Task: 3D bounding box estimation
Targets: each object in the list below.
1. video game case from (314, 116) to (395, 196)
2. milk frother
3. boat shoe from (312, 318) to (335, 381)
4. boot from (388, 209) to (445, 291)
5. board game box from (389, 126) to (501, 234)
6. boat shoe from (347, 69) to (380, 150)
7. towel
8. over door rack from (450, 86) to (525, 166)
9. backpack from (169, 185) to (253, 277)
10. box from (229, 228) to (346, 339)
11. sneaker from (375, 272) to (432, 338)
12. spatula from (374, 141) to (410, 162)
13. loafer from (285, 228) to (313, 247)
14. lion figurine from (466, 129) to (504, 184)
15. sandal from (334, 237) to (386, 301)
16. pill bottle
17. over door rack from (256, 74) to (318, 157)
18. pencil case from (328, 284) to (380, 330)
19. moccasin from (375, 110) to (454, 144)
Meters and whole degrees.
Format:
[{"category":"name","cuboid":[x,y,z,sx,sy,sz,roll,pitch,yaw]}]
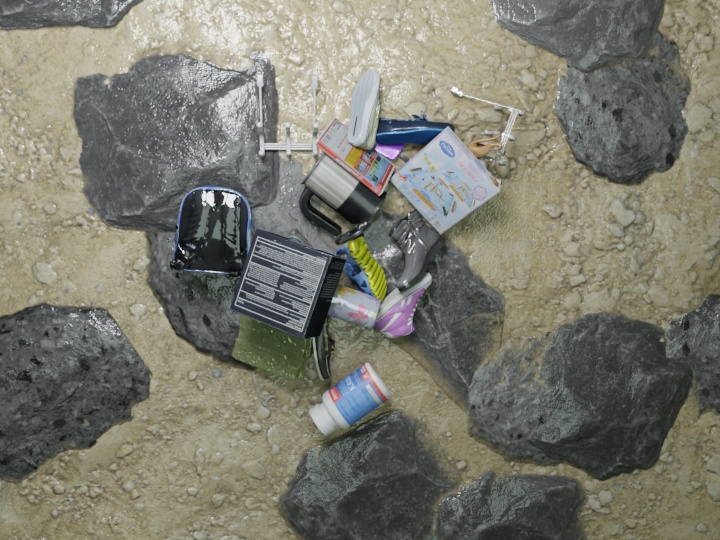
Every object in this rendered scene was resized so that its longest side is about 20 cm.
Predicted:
[{"category":"video game case","cuboid":[-0.010,-0.282,1.401,0.200,0.143,0.017,37,128,-10]},{"category":"milk frother","cuboid":[-0.053,-0.172,1.373,0.188,0.200,0.181,36,93,-11]},{"category":"boat shoe","cuboid":[-0.096,0.187,1.484,0.060,0.072,0.202,-10,97,-2]},{"category":"boot","cuboid":[0.118,-0.052,1.467,0.132,0.070,0.200,42,63,-10]},{"category":"board game box","cuboid":[0.209,-0.219,1.425,0.200,0.041,0.199,46,128,-10]},{"category":"boat shoe","cuboid":[0.015,-0.396,1.417,0.062,0.072,0.201,22,78,-48]},{"category":"towel","cuboid":[-0.225,0.192,1.464,0.199,0.036,0.149,17,102,6]},{"category":"over door rack","cuboid":[0.301,-0.368,1.466,0.199,0.067,0.148,20,96,4]},{"category":"backpack","cuboid":[-0.348,-0.101,1.370,0.182,0.147,0.201,6,101,-7]},{"category":"box","cuboid":[-0.167,0.031,1.326,0.200,0.123,0.199,20,92,15]},{"category":"sneaker","cuboid":[0.128,0.098,1.507,0.200,0.073,0.114,-39,105,10]},{"category":"spatula","cuboid":[0.129,-0.280,1.472,0.200,0.021,0.057,35,88,-12]},{"category":"loafer","cuboid":[-0.120,-0.023,1.455,0.072,0.063,0.200,-22,118,22]},{"category":"lion figurine","cuboid":[0.293,-0.262,1.434,0.122,0.072,0.200,13,124,21]},{"category":"sandal","cuboid":[0.000,0.000,1.478,0.087,0.080,0.200,-16,111,32]},{"category":"pill bottle","cuboid":[-0.030,0.342,1.496,0.200,0.112,0.112,-35,101,-3]},{"category":"over door rack","cuboid":[-0.177,-0.378,1.387,0.147,0.067,0.201,-1,98,-8]},{"category":"pencil case","cuboid":[-0.050,0.084,1.428,0.199,0.083,0.091,17,116,-5]},{"category":"moccasin","cuboid":[0.133,-0.360,1.418,0.199,0.080,0.068,2,71,4]}]
